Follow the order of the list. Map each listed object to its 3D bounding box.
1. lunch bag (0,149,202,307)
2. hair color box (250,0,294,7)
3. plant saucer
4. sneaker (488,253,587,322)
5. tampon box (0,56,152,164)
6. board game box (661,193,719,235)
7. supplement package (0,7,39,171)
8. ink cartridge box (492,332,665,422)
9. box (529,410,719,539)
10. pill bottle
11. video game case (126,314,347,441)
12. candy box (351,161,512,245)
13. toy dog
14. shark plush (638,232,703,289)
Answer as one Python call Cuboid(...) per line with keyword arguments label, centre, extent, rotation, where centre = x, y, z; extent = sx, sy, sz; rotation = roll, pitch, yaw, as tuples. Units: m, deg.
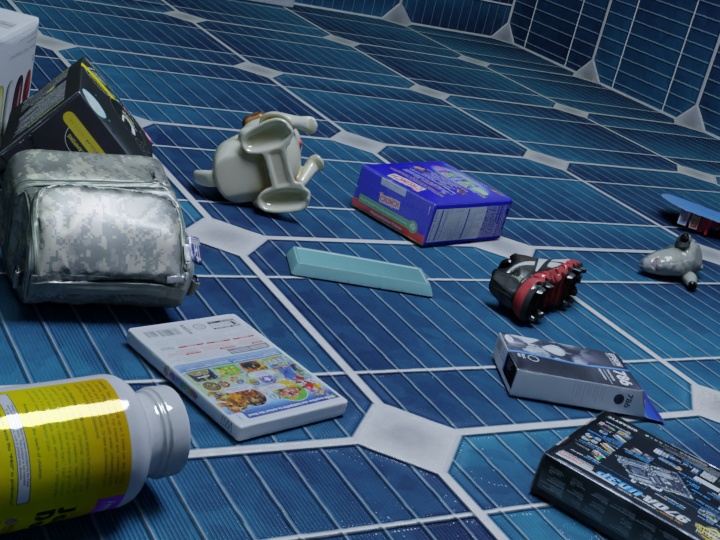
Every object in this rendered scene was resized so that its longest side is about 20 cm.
Cuboid(label="lunch bag", centre=(-0.287, -0.032, 1.183), extent=(0.197, 0.141, 0.169), rotation=(2, 40, -29))
Cuboid(label="hair color box", centre=(-0.301, -0.912, 3.446), extent=(0.197, 0.113, 0.064), rotation=(0, 24, -36))
Cuboid(label="plant saucer", centre=(0.000, 0.000, 1.453), extent=(0.196, 0.019, 0.070), rotation=(10, 21, -15))
Cuboid(label="sneaker", centre=(0.245, 0.012, 1.513), extent=(0.097, 0.072, 0.199), rotation=(29, 26, 28))
Cuboid(label="tampon box", centre=(-0.352, -0.156, 1.365), extent=(0.151, 0.125, 0.200), rotation=(53, 4, -26))
Cuboid(label="board game box", centre=(0.684, -0.096, 2.147), extent=(0.197, 0.040, 0.158), rotation=(20, 16, -1))
Cuboid(label="supplement package", centre=(-0.535, -0.241, 1.440), extent=(0.144, 0.203, 0.192), rotation=(13, 21, -4))
Cuboid(label="ink cartridge box", centre=(0.262, 0.126, 1.283), extent=(0.196, 0.040, 0.100), rotation=(11, 20, -11))
Cuboid(label="box", centre=(0.287, 0.218, 1.050), extent=(0.198, 0.047, 0.158), rotation=(27, 24, 28))
Cuboid(label="pill bottle", centre=(-0.231, 0.136, 0.820), extent=(0.198, 0.106, 0.104), rotation=(-5, 28, -41))
Cuboid(label="video game case", centre=(-0.127, 0.103, 1.102), extent=(0.142, 0.018, 0.199), rotation=(-6, 29, -45))
Cuboid(label="candy box", centre=(0.115, -0.110, 1.730), extent=(0.198, 0.078, 0.168), rotation=(-5, 30, -45))
Cuboid(label="toy dog", centre=(-0.147, -0.168, 1.655), extent=(0.191, 0.141, 0.201), rotation=(-20, 18, 13))
Cuboid(label="shark plush", centre=(0.534, -0.030, 1.836), extent=(0.082, 0.092, 0.200), rotation=(-9, 13, 29))
